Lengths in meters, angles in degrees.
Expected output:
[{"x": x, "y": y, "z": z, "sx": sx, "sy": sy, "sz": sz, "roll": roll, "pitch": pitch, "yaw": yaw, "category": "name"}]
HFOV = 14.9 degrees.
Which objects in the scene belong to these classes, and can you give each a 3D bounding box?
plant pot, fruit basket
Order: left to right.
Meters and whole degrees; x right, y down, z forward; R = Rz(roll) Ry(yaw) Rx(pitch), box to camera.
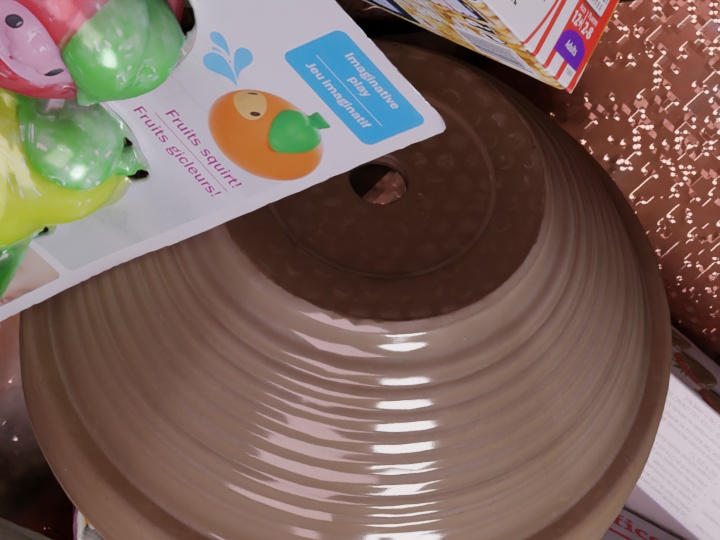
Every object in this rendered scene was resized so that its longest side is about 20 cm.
[{"x": -0.106, "y": -0.065, "z": 0.717, "sx": 0.199, "sy": 0.094, "sz": 0.185, "roll": -16, "pitch": 126, "yaw": 43, "category": "fruit basket"}, {"x": 0.000, "y": 0.000, "z": 0.808, "sx": 0.200, "sy": 0.202, "sz": 0.093, "roll": 15, "pitch": 147, "yaw": 1, "category": "plant pot"}]

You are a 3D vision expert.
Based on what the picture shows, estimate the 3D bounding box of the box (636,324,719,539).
[{"x": 0.115, "y": 0.060, "z": 0.904, "sx": 0.200, "sy": 0.039, "sz": 0.041, "roll": 40, "pitch": 113, "yaw": -1, "category": "box"}]

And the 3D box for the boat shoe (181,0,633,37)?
[{"x": 0.033, "y": -0.115, "z": 0.838, "sx": 0.199, "sy": 0.072, "sz": 0.077, "roll": -6, "pitch": 92, "yaw": 13, "category": "boat shoe"}]

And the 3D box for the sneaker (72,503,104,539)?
[{"x": -0.051, "y": 0.048, "z": 0.859, "sx": 0.075, "sy": 0.090, "sz": 0.201, "roll": -14, "pitch": 78, "yaw": 21, "category": "sneaker"}]

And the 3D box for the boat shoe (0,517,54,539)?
[{"x": -0.178, "y": 0.090, "z": 0.943, "sx": 0.199, "sy": 0.075, "sz": 0.069, "roll": 3, "pitch": 103, "yaw": 32, "category": "boat shoe"}]

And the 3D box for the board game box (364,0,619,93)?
[{"x": -0.036, "y": -0.125, "z": 0.749, "sx": 0.199, "sy": 0.151, "sz": 0.046, "roll": 27, "pitch": 87, "yaw": 23, "category": "board game box"}]

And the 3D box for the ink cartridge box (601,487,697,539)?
[{"x": 0.075, "y": 0.146, "z": 0.960, "sx": 0.115, "sy": 0.068, "sz": 0.200, "roll": 28, "pitch": 118, "yaw": -7, "category": "ink cartridge box"}]
